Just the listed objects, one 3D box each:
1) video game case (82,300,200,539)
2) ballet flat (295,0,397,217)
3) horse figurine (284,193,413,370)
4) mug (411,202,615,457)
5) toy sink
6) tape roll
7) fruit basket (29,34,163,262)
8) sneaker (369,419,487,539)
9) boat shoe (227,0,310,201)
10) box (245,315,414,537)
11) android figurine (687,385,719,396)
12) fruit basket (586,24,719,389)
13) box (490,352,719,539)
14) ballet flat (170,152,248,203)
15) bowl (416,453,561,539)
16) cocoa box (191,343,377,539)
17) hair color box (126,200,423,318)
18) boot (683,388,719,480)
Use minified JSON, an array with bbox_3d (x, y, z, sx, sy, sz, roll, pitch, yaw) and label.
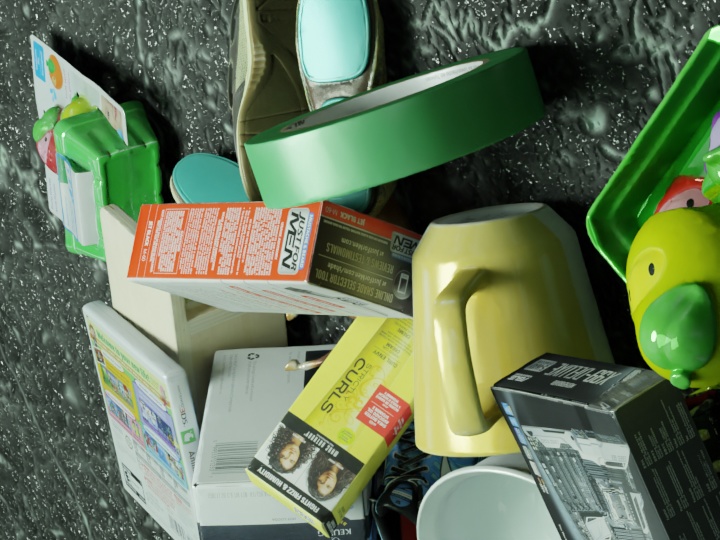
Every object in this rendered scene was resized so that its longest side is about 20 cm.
[{"bbox_3d":[-0.174,0.136,1.710,0.200,0.022,0.183,31,136,59],"label":"video game case"},{"bbox_3d":[-0.006,-0.136,1.494,0.071,0.070,0.201,3,100,52],"label":"ballet flat"},{"bbox_3d":[0.000,0.000,1.559,0.132,0.050,0.201,-2,100,18],"label":"horse figurine"},{"bbox_3d":[0.104,0.037,1.383,0.187,0.149,0.154,-156,56,-77],"label":"mug"},{"bbox_3d":[-0.134,0.036,1.719,0.130,0.112,0.201,38,141,48],"label":"toy sink"},{"bbox_3d":[0.023,-0.096,1.362,0.200,0.200,0.048,-7,105,54],"label":"tape roll"},{"bbox_3d":[-0.253,-0.095,1.831,0.200,0.093,0.186,32,134,43],"label":"fruit basket"},{"bbox_3d":[0.050,0.156,1.512,0.078,0.090,0.201,-5,87,31],"label":"sneaker"},{"bbox_3d":[-0.066,-0.139,1.550,0.066,0.071,0.202,157,112,-73],"label":"boat shoe"},{"bbox_3d":[0.005,0.090,1.477,0.075,0.200,0.050,34,166,14],"label":"box"},{"bbox_3d":[0.261,0.154,1.337,0.182,0.041,0.201,-31,86,56],"label":"android figurine"},{"bbox_3d":[0.204,-0.023,1.165,0.156,0.215,0.216,52,143,19],"label":"fruit basket"},{"bbox_3d":[0.172,0.153,1.248,0.201,0.050,0.158,65,161,-13],"label":"box"},{"bbox_3d":[-0.081,-0.034,1.667,0.200,0.069,0.070,30,132,40],"label":"ballet flat"},{"bbox_3d":[0.145,0.198,1.442,0.200,0.090,0.202,25,135,27],"label":"bowl"},{"bbox_3d":[-0.054,0.165,1.602,0.200,0.133,0.132,-88,-5,-61],"label":"cocoa box"},{"bbox_3d":[-0.062,-0.008,1.464,0.199,0.111,0.064,2,78,46],"label":"hair color box"},{"bbox_3d":[0.251,0.149,1.241,0.203,0.073,0.154,-17,103,58],"label":"boot"}]
